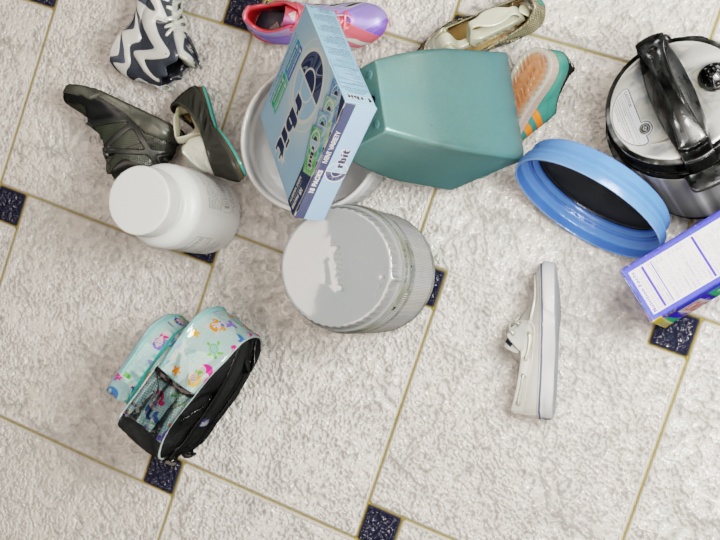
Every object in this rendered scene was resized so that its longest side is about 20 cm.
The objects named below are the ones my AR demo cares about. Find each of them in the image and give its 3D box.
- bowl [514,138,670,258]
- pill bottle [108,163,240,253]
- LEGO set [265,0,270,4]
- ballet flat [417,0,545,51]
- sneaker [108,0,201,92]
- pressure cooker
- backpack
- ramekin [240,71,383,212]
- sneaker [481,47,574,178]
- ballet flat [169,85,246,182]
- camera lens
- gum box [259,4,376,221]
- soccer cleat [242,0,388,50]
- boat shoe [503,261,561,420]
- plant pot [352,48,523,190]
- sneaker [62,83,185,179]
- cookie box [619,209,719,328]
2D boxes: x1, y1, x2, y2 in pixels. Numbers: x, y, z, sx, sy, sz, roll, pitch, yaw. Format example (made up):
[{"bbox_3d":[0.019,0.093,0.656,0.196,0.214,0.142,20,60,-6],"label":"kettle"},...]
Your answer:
[{"bbox_3d":[0.281,-0.087,1.369,0.200,0.201,0.039,31,78,16],"label":"bowl"},{"bbox_3d":[-0.251,-0.084,1.534,0.114,0.200,0.115,-1,87,18],"label":"pill bottle"},{"bbox_3d":[-0.080,-0.404,1.501,0.153,0.200,0.117,7,98,5],"label":"LEGO set"},{"bbox_3d":[0.144,-0.307,1.480,0.199,0.075,0.068,-25,82,16],"label":"ballet flat"},{"bbox_3d":[-0.261,-0.345,1.611,0.129,0.079,0.200,34,98,15],"label":"sneaker"},{"bbox_3d":[0.378,-0.172,1.316,0.175,0.200,0.179,26,84,35],"label":"pressure cooker"},{"bbox_3d":[-0.230,0.139,1.533,0.150,0.178,0.200,42,96,10],"label":"backpack"},{"bbox_3d":[-0.050,-0.170,1.523,0.199,0.105,0.201,-1,87,18],"label":"ramekin"},{"bbox_3d":[0.205,-0.196,1.462,0.072,0.080,0.200,55,126,28],"label":"sneaker"},{"bbox_3d":[-0.216,-0.178,1.564,0.068,0.068,0.200,-23,47,-6],"label":"ballet flat"},{"bbox_3d":[0.000,0.000,1.449,0.159,0.200,0.161,-1,88,18],"label":"camera lens"},{"bbox_3d":[-0.055,-0.189,1.359,0.170,0.044,0.201,-62,33,36],"label":"gum box"},{"bbox_3d":[-0.063,-0.338,1.547,0.199,0.076,0.067,5,89,18],"label":"soccer cleat"},{"bbox_3d":[0.217,0.088,1.448,0.069,0.071,0.201,3,95,15],"label":"boat shoe"},{"bbox_3d":[0.074,-0.190,1.397,0.141,0.199,0.142,-20,74,49],"label":"plant pot"},{"bbox_3d":[-0.360,-0.192,1.638,0.199,0.076,0.115,28,90,11],"label":"sneaker"},{"bbox_3d":[0.416,-0.015,1.333,0.199,0.171,0.075,-33,76,15],"label":"cookie box"}]
